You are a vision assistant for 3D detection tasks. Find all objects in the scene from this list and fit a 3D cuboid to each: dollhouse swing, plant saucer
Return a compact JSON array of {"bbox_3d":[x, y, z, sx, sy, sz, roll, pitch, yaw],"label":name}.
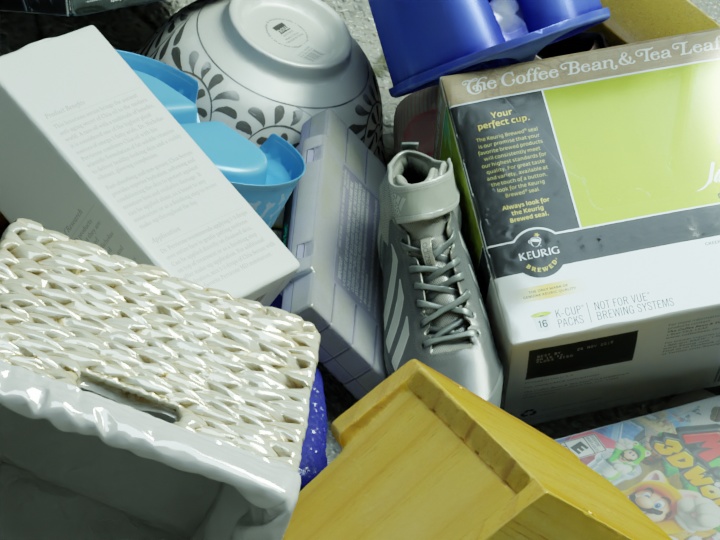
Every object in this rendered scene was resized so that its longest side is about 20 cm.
[{"bbox_3d":[0.052,0.174,1.473,0.181,0.176,0.200,31,5,-27],"label":"dollhouse swing"},{"bbox_3d":[0.200,-0.181,1.977,0.200,0.048,0.200,42,-2,21],"label":"plant saucer"}]

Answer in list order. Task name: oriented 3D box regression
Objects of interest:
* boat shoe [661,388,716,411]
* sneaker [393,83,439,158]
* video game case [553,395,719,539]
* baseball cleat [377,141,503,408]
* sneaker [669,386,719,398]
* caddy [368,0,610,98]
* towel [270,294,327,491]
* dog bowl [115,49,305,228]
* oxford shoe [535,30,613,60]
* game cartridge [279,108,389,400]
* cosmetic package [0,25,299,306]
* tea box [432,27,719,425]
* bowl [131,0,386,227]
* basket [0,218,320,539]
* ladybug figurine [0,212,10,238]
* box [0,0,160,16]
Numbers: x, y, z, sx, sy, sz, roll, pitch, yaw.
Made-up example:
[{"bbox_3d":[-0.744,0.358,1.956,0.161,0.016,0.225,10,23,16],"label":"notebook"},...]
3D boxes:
[{"bbox_3d":[0.245,0.153,1.670,0.066,0.072,0.200,37,12,-38],"label":"boat shoe"},{"bbox_3d":[0.114,-0.084,1.861,0.199,0.076,0.105,5,47,-17],"label":"sneaker"},{"bbox_3d":[0.230,0.130,1.615,0.199,0.018,0.143,-13,41,-21],"label":"video game case"},{"bbox_3d":[0.039,0.006,1.613,0.069,0.107,0.201,-12,47,-5],"label":"baseball cleat"},{"bbox_3d":[0.204,0.017,1.799,0.200,0.081,0.083,40,26,11],"label":"sneaker"},{"bbox_3d":[0.083,-0.161,1.752,0.141,0.200,0.106,-21,92,-8],"label":"caddy"},{"bbox_3d":[-0.095,0.064,1.605,0.147,0.050,0.201,9,39,-15],"label":"towel"},{"bbox_3d":[-0.124,-0.079,1.689,0.111,0.050,0.200,-9,35,-46],"label":"dog bowl"},{"bbox_3d":[0.176,-0.125,1.940,0.199,0.073,0.071,26,44,0],"label":"oxford shoe"},{"bbox_3d":[0.000,0.000,1.690,0.130,0.038,0.201,42,31,-26],"label":"game cartridge"},{"bbox_3d":[-0.142,-0.041,1.569,0.200,0.071,0.101,49,38,12],"label":"cosmetic package"},{"bbox_3d":[0.162,-0.027,1.690,0.199,0.134,0.198,-10,64,-6],"label":"tea box"},{"bbox_3d":[-0.062,-0.130,1.806,0.199,0.094,0.201,14,40,-12],"label":"bowl"},{"bbox_3d":[-0.142,0.107,1.404,0.197,0.201,0.161,20,36,-7],"label":"basket"},{"bbox_3d":[-0.234,-0.026,1.609,0.135,0.072,0.200,34,39,10],"label":"ladybug figurine"},{"bbox_3d":[-0.170,-0.231,1.807,0.199,0.087,0.163,-16,17,-41],"label":"box"}]
